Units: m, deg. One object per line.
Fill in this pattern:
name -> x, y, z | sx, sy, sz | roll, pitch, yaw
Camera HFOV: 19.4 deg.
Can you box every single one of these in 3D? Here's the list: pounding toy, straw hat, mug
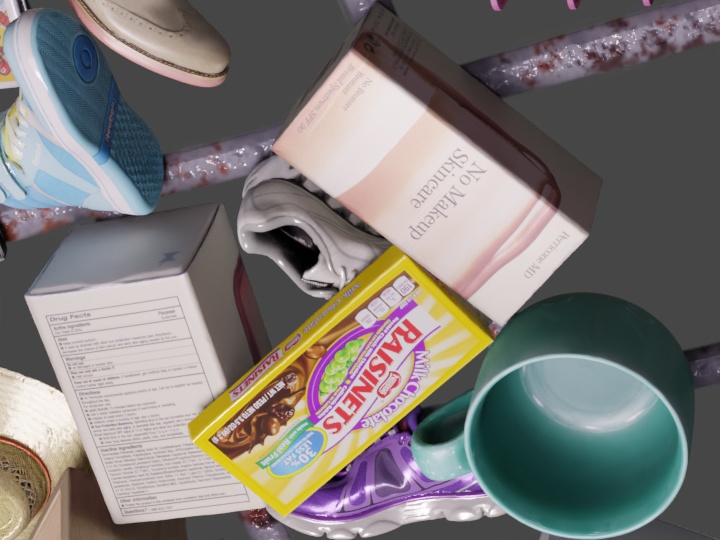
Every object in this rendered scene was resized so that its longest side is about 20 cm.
pounding toy -> -0.198, 0.282, 1.597 | 0.141, 0.184, 0.201 | 22, 112, -18
straw hat -> -0.294, 0.173, 1.637 | 0.200, 0.085, 0.202 | 6, 121, 10
mug -> 0.140, 0.088, 1.457 | 0.184, 0.115, 0.153 | 17, 122, 4

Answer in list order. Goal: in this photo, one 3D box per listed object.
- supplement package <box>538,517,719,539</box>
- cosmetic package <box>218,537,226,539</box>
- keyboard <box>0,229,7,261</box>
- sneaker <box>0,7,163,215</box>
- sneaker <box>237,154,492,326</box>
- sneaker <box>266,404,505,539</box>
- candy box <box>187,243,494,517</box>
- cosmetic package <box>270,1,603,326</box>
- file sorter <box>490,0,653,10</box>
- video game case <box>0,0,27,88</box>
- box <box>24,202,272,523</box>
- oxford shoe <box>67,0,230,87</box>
supplement package -> 0.212, 0.270, 1.521 | 0.199, 0.156, 0.111 | 18, 122, 4
cosmetic package -> -0.042, 0.302, 1.636 | 0.199, 0.108, 0.085 | 23, 123, 2
keyboard -> -0.356, 0.012, 1.564 | 0.199, 0.021, 0.128 | -20, 103, 6
sneaker -> -0.227, -0.100, 1.433 | 0.130, 0.080, 0.200 | -2, 146, 20
sneaker -> 0.000, 0.000, 1.465 | 0.199, 0.081, 0.075 | 28, 121, -5
sneaker -> 0.025, 0.144, 1.558 | 0.199, 0.081, 0.084 | -11, 103, 9
candy box -> -0.013, 0.077, 1.451 | 0.200, 0.026, 0.102 | -41, 123, 11
cosmetic package -> 0.052, -0.070, 1.404 | 0.199, 0.087, 0.103 | 36, 120, -8
file sorter -> 0.175, -0.232, 1.255 | 0.198, 0.126, 0.140 | 1, 119, 14
video game case -> -0.335, -0.207, 1.465 | 0.199, 0.023, 0.183 | -4, 118, 16
box -> -0.139, 0.068, 1.522 | 0.127, 0.109, 0.201 | -8, 117, 18
oxford shoe -> -0.158, -0.201, 1.394 | 0.200, 0.071, 0.074 | 38, 119, -9
